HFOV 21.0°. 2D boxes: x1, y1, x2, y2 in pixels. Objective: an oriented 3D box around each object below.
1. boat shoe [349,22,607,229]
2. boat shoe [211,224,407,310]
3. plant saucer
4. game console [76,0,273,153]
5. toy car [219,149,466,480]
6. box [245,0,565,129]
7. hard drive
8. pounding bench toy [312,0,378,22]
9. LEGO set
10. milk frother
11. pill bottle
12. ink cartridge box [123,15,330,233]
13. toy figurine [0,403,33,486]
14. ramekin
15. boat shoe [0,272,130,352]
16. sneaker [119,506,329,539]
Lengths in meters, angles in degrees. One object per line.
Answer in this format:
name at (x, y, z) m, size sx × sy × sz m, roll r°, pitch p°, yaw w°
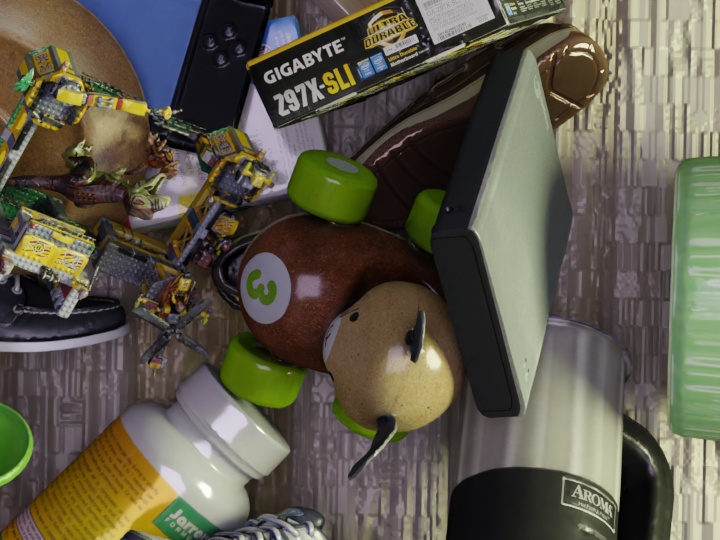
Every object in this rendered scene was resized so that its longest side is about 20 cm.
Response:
boat shoe at (0.068, -0.100, 1.307) m, size 0.202 × 0.075 × 0.075 m, roll -30°, pitch 124°, yaw -5°
boat shoe at (0.000, 0.000, 1.312) m, size 0.201 × 0.061 × 0.072 m, roll -4°, pitch 90°, yaw 2°
plant saucer at (-0.235, -0.089, 1.248) m, size 0.200 × 0.035 × 0.201 m, roll 4°, pitch 107°, yaw 12°
game console at (-0.164, -0.185, 1.231) m, size 0.199 × 0.119 × 0.173 m, roll 13°, pitch 78°, yaw 9°
toy car at (0.003, 0.044, 1.190) m, size 0.157 × 0.200 × 0.165 m, roll 18°, pitch 108°, yaw -11°
box at (0.034, -0.148, 1.223) m, size 0.159 × 0.200 × 0.049 m, roll -24°, pitch 93°, yaw 19°
hard drive at (0.091, -0.027, 1.203) m, size 0.033 × 0.200 × 0.140 m, roll -5°, pitch 125°, yaw 19°
pounding bench toy at (0.036, -0.250, 1.260) m, size 0.124 × 0.156 × 0.200 m, roll 36°, pitch 92°, yaw 1°
LEGO set at (-0.144, -0.033, 1.177) m, size 0.200 × 0.116 × 0.154 m, roll 31°, pitch 108°, yaw -34°
milk frother at (0.092, 0.161, 1.282) m, size 0.200 × 0.181 × 0.189 m, roll -12°, pitch 52°, yaw 29°
pill bottle at (-0.146, 0.160, 1.292) m, size 0.200 × 0.113 × 0.113 m, roll -44°, pitch 89°, yaw 1°
ink cartridge box at (-0.125, -0.090, 1.311) m, size 0.199 × 0.067 × 0.117 m, roll -12°, pitch 88°, yaw 2°
toy figurine at (-0.301, 0.156, 1.272) m, size 0.200 × 0.150 × 0.184 m, roll 20°, pitch 131°, yaw 18°
ramekin at (0.247, 0.018, 1.241) m, size 0.097 × 0.200 × 0.201 m, roll 2°, pitch 91°, yaw 9°
boat shoe at (-0.256, 0.023, 1.314) m, size 0.199 × 0.076 × 0.061 m, roll -2°, pitch 96°, yaw 1°
sneaker at (-0.065, 0.188, 1.246) m, size 0.200 × 0.077 × 0.085 m, roll 21°, pitch 82°, yaw -29°
